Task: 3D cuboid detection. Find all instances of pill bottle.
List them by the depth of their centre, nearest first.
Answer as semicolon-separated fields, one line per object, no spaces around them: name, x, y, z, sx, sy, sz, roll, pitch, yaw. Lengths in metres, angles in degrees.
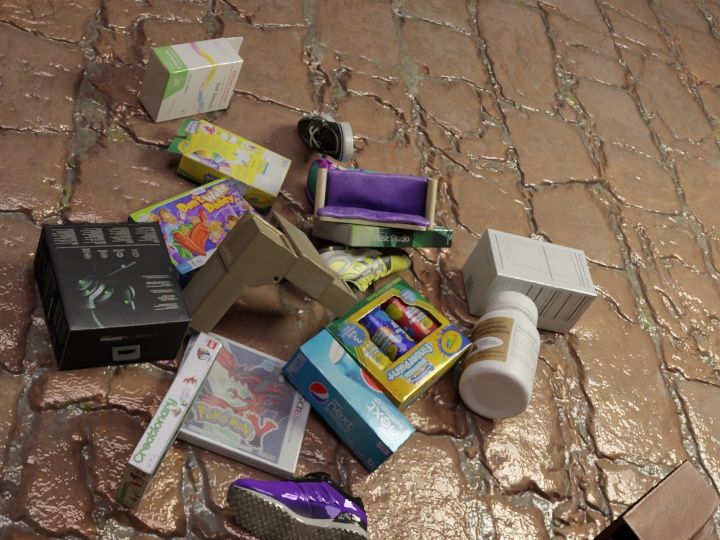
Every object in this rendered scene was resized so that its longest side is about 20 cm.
pill bottle;0.231;0.131;1.599;0.113;0.115;0.201;26;42;-3

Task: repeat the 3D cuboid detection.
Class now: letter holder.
letter holder;0.462;0.403;1.480;0.199;0.101;0.143;-22;64;-41

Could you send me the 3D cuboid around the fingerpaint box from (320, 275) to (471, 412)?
fingerpaint box;0.050;0.120;1.541;0.167;0.074;0.199;44;44;15

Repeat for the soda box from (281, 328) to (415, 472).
soda box;-0.018;0.186;1.428;0.200;0.064;0.068;48;41;8

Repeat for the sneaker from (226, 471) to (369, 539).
sneaker;-0.081;0.305;1.306;0.198;0.070;0.100;23;36;-13

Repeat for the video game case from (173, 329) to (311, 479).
video game case;-0.168;0.184;1.399;0.198;0.023;0.183;22;43;-8

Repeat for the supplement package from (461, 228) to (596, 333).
supplement package;0.295;0.021;1.742;0.198;0.110;0.115;12;45;-18

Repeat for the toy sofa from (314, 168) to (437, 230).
toy sofa;0.025;-0.119;1.630;0.197;0.084;0.098;6;8;1

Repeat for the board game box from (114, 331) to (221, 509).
board game box;-0.242;0.189;1.252;0.034;0.127;0.201;27;52;-3

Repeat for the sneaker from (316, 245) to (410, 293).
sneaker;0.000;0.000;1.646;0.198;0.075;0.077;-3;83;-35

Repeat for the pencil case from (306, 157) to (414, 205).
pencil case;0.008;-0.143;1.754;0.198;0.093;0.086;7;47;-24

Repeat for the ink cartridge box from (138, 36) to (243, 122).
ink cartridge box;-0.286;-0.343;1.764;0.199;0.118;0.067;-21;62;-40

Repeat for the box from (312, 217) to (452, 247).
box;0.036;-0.064;1.674;0.198;0.037;0.144;-2;9;-30

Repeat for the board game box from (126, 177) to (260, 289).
board game box;-0.253;-0.060;1.567;0.134;0.045;0.199;45;44;16

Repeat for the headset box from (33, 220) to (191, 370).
headset box;-0.349;0.036;1.388;0.172;0.093;0.201;-4;52;-32

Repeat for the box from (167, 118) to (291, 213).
box;-0.227;-0.184;1.696;0.198;0.049;0.118;26;39;-8

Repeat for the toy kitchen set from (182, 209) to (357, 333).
toy kitchen set;-0.150;0.020;1.510;0.199;0.181;0.163;35;10;-32

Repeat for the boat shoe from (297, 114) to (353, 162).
boat shoe;-0.066;-0.239;1.787;0.063;0.072;0.200;-3;17;-19
